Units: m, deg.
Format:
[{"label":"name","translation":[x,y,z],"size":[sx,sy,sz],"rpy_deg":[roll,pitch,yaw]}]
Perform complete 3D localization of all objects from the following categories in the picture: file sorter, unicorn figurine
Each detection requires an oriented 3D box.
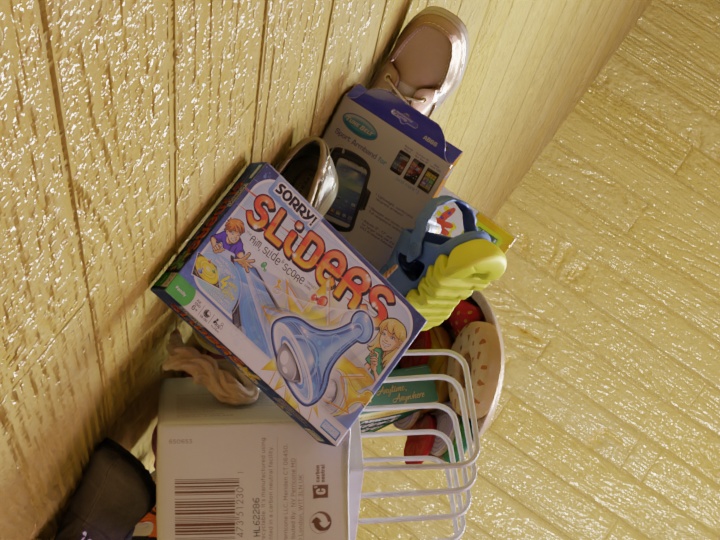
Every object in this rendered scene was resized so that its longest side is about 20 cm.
[{"label":"file sorter","translation":[0.038,0.181,1.521],"size":[0.200,0.124,0.139],"rpy_deg":[95,-9,-51]},{"label":"unicorn figurine","translation":[-0.079,0.050,1.431],"size":[0.200,0.137,0.074],"rpy_deg":[-54,168,-29]}]

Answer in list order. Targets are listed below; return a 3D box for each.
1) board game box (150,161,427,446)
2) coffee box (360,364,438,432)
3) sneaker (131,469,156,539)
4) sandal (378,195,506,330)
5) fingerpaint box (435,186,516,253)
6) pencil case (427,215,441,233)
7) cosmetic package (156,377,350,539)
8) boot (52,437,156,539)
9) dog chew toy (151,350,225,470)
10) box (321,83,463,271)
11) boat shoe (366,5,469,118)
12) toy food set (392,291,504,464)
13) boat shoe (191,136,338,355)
[{"label":"board game box","translation":[-0.054,0.028,1.304],"size":[0.135,0.200,0.034],"rpy_deg":[-54,-156,-17]},{"label":"coffee box","translation":[-0.025,0.155,1.691],"size":[0.123,0.044,0.200],"rpy_deg":[-5,163,-40]},{"label":"sneaker","translation":[-0.177,0.225,1.648],"size":[0.200,0.076,0.092],"rpy_deg":[-12,-142,37]},{"label":"sandal","translation":[0.056,-0.001,1.470],"size":[0.079,0.087,0.200],"rpy_deg":[3,152,-39]},{"label":"fingerpaint box","translation":[0.059,-0.007,1.938],"size":[0.200,0.167,0.073],"rpy_deg":[-56,-169,1]},{"label":"pencil case","translation":[0.017,0.024,1.730],"size":[0.091,0.083,0.200],"rpy_deg":[7,-106,66]},{"label":"cosmetic package","translation":[-0.098,0.192,1.442],"size":[0.200,0.166,0.168],"rpy_deg":[-130,-141,-80]},{"label":"boot","translation":[-0.256,0.245,1.457],"size":[0.132,0.070,0.200],"rpy_deg":[-44,163,-36]},{"label":"dog chew toy","translation":[-0.127,0.128,1.587],"size":[0.200,0.125,0.125],"rpy_deg":[-46,172,-6]},{"label":"box","translation":[0.009,-0.079,1.505],"size":[0.200,0.119,0.041],"rpy_deg":[-59,174,31]},{"label":"boat shoe","translation":[0.042,-0.162,1.530],"size":[0.069,0.074,0.200],"rpy_deg":[-57,176,-43]},{"label":"toy food set","translation":[0.086,0.110,1.700],"size":[0.198,0.049,0.200],"rpy_deg":[-62,-146,29]},{"label":"boat shoe","translation":[-0.082,-0.023,1.369],"size":[0.201,0.073,0.063],"rpy_deg":[-56,166,-17]}]
